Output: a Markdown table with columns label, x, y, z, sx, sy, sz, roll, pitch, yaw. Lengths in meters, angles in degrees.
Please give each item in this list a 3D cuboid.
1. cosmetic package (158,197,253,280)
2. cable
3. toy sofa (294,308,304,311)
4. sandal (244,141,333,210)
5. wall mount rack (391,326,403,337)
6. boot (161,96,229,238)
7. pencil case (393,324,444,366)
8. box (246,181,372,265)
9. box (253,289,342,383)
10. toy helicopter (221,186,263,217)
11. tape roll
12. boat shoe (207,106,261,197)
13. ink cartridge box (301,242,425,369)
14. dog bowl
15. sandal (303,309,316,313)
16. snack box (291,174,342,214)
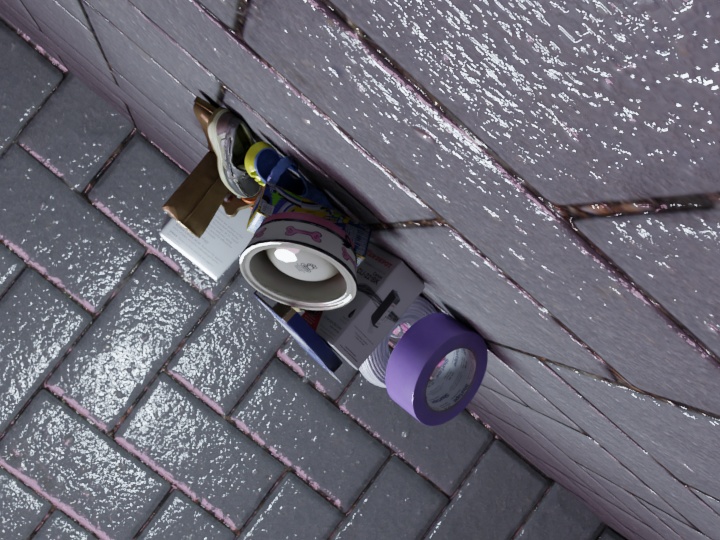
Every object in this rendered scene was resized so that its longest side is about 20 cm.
| label | x | y | z | sx | sy | sz | roll | pitch | yaw |
| --- | --- | --- | --- | --- | --- | --- | --- | --- | --- |
| cosmetic package | -0.303 | -0.128 | 1.967 | 0.164 | 0.200 | 0.166 | 39 | -162 | -19 |
| cable | 0.074 | 0.140 | 1.833 | 0.198 | 0.203 | 0.069 | 19 | -179 | -34 |
| toy sofa | -0.114 | -0.015 | 1.954 | 0.096 | 0.204 | 0.082 | -6 | -176 | -29 |
| sandal | -0.112 | -0.133 | 1.548 | 0.200 | 0.080 | 0.087 | 41 | 170 | -33 |
| wall mount rack | 0.020 | 0.067 | 1.985 | 0.199 | 0.075 | 0.174 | 38 | -153 | 8 |
| boot | -0.288 | -0.183 | 1.636 | 0.175 | 0.201 | 0.066 | 42 | 173 | -37 |
| pencil case | 0.129 | 0.149 | 2.166 | 0.200 | 0.087 | 0.082 | 42 | 142 | -25 |
| box | -0.085 | -0.070 | 1.519 | 0.197 | 0.065 | 0.070 | 23 | 149 | -14 |
| box | -0.104 | 0.114 | 1.637 | 0.121 | 0.032 | 0.201 | 34 | 165 | 52 |
| toy helicopter | -0.279 | -0.159 | 1.740 | 0.079 | 0.197 | 0.134 | 70 | 178 | -82 |
| tape roll | 0.148 | 0.190 | 1.749 | 0.085 | 0.201 | 0.200 | 33 | 172 | 42 |
| boat shoe | -0.210 | -0.194 | 1.590 | 0.065 | 0.072 | 0.202 | 29 | 153 | 31 |
| ink cartridge box | 0.003 | 0.059 | 1.670 | 0.084 | 0.201 | 0.144 | 46 | 171 | -33 |
| dog bowl | -0.094 | -0.018 | 1.471 | 0.196 | 0.075 | 0.201 | 10 | 148 | 6 |
| sandal | -0.111 | -0.029 | 1.638 | 0.077 | 0.070 | 0.214 | 2 | 125 | 41 |
| snack box | -0.098 | -0.126 | 1.693 | 0.199 | 0.037 | 0.116 | 39 | 175 | 15 |
